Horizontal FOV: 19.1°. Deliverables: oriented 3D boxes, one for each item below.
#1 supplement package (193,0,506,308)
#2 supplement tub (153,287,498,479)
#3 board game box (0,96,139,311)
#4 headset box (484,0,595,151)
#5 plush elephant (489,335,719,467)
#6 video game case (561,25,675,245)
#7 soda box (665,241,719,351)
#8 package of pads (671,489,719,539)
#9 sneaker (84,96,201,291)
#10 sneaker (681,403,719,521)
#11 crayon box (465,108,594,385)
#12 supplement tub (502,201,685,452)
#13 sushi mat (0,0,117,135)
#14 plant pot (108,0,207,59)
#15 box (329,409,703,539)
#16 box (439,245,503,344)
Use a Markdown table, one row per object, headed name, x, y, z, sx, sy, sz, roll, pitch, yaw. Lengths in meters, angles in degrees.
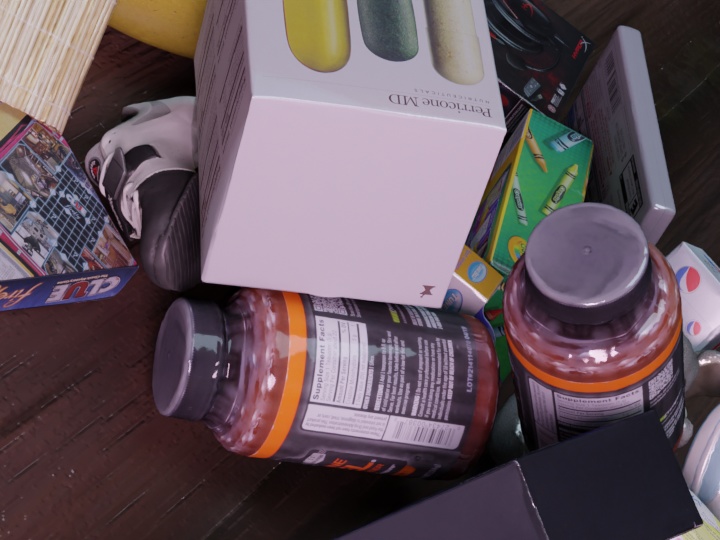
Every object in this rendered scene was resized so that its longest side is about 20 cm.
| name | x | y | z | sx | sy | sz | roll | pitch | yaw |
| --- | --- | --- | --- | --- | --- | --- | --- | --- | --- |
| supplement package | -0.012 | -0.106 | 1.285 | 0.151 | 0.151 | 0.201 | 7 | 45 | -13 |
| supplement tub | -0.023 | 0.066 | 1.313 | 0.199 | 0.107 | 0.107 | 10 | 45 | -21 |
| board game box | -0.241 | -0.064 | 1.338 | 0.135 | 0.035 | 0.200 | -7 | 56 | -45 |
| headset box | 0.076 | -0.188 | 1.720 | 0.200 | 0.075 | 0.149 | 38 | 36 | -4 |
| plush elephant | 0.175 | 0.099 | 1.438 | 0.164 | 0.155 | 0.201 | 21 | 41 | -25 |
| video game case | 0.171 | -0.050 | 1.569 | 0.022 | 0.183 | 0.201 | 14 | 42 | -16 |
| soda box | 0.247 | 0.026 | 1.591 | 0.068 | 0.064 | 0.200 | 48 | 10 | 10 |
| package of pads | 0.200 | 0.240 | 1.313 | 0.200 | 0.155 | 0.068 | 47 | 36 | 10 |
| sneaker | -0.136 | -0.049 | 1.367 | 0.088 | 0.074 | 0.200 | 1 | 30 | 3 |
| sneaker | 0.266 | 0.188 | 1.367 | 0.130 | 0.201 | 0.079 | 16 | 13 | 41 |
| crayon box | 0.103 | -0.010 | 1.517 | 0.058 | 0.119 | 0.200 | 27 | 38 | -6 |
| supplement tub | 0.140 | 0.043 | 1.275 | 0.106 | 0.200 | 0.107 | -4 | 56 | 6 |
| sushi mat | -0.199 | -0.197 | 1.386 | 0.095 | 0.012 | 0.201 | 25 | 72 | -17 |
| plant pot | -0.131 | -0.238 | 1.509 | 0.141 | 0.200 | 0.201 | -6 | 54 | -26 |
| box | 0.074 | 0.158 | 1.237 | 0.141 | 0.200 | 0.079 | -17 | 81 | -49 |
| box | 0.000 | 0.000 | 1.417 | 0.200 | 0.119 | 0.042 | 40 | 35 | -2 |
